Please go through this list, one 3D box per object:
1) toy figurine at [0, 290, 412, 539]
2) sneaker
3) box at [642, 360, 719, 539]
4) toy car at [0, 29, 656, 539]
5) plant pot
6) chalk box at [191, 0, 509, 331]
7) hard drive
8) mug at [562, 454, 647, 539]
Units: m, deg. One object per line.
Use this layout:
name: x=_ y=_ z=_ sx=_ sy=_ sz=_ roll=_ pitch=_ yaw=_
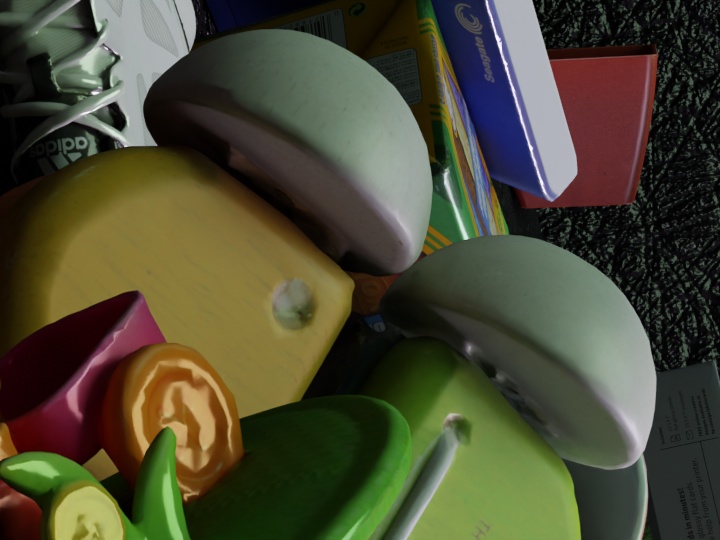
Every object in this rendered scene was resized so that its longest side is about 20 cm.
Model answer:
toy figurine: x=-0.108 y=0.001 z=0.385 sx=0.185 sy=0.150 sz=0.200 roll=61 pitch=37 yaw=-11
sneaker: x=-0.087 y=-0.078 z=0.660 sx=0.201 sy=0.075 sz=0.116 roll=68 pitch=11 yaw=-56
box: x=0.105 y=0.144 z=1.133 sx=0.041 sy=0.199 sz=0.157 roll=61 pitch=18 yaw=-59
toy car: x=-0.032 y=0.048 z=0.598 sx=0.200 sy=0.176 sz=0.150 roll=39 pitch=-20 yaw=-21
plant pot: x=0.256 y=-0.170 z=2.583 sx=0.200 sy=0.198 sz=0.178 roll=-53 pitch=139 yaw=-78
chalk box: x=0.000 y=0.000 z=0.936 sx=0.124 sy=0.124 sz=0.201 roll=-94 pitch=166 yaw=-46
hard drive: x=0.001 y=-0.113 z=0.988 sx=0.025 sy=0.199 sz=0.132 roll=-47 pitch=139 yaw=-23
mug: x=0.017 y=0.129 z=0.881 sx=0.134 sy=0.177 sz=0.200 roll=58 pitch=-14 yaw=21
